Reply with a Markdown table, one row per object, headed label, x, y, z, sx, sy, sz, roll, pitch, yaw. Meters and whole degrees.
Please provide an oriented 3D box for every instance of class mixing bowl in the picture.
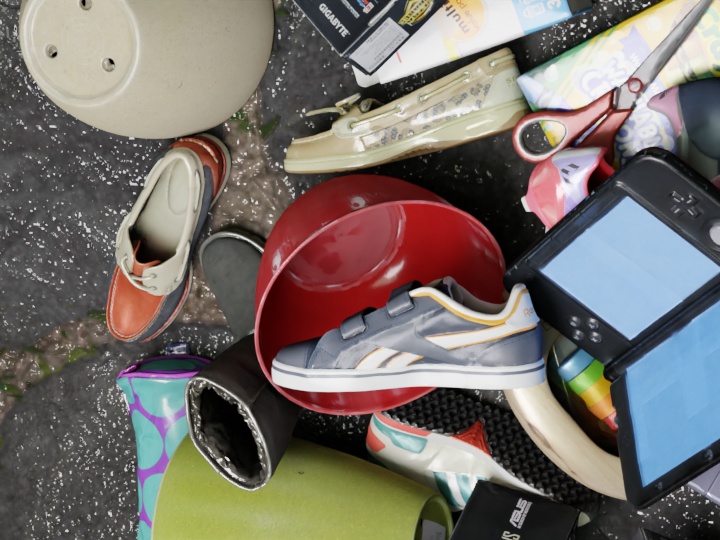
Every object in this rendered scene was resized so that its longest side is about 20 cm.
| label | x | y | z | sx | sy | sz | roll | pitch | yaw |
| --- | --- | --- | --- | --- | --- | --- | --- | --- | --- |
| mixing bowl | 0.000 | 0.000 | 1.469 | 0.200 | 0.108 | 0.200 | -12 | 130 | -15 |

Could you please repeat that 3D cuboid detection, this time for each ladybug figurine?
| label | x | y | z | sx | sy | sz | roll | pitch | yaw |
| --- | --- | --- | --- | --- | --- | --- | --- | --- | --- |
| ladybug figurine | 0.176 | 0.087 | 1.457 | 0.136 | 0.072 | 0.200 | -39 | 93 | -16 |

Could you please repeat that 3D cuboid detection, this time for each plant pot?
| label | x | y | z | sx | sy | sz | roll | pitch | yaw |
| --- | --- | --- | --- | --- | --- | --- | --- | --- | --- |
| plant pot | -0.034 | 0.215 | 1.517 | 0.200 | 0.187 | 0.187 | 0 | 105 | 23 |

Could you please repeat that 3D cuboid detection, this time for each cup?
| label | x | y | z | sx | sy | sz | roll | pitch | yaw |
| --- | --- | --- | --- | --- | --- | --- | --- | --- | --- |
| cup | -0.186 | -0.188 | 1.489 | 0.200 | 0.143 | 0.200 | 6 | 108 | 19 |

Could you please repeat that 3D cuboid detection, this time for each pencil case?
| label | x | y | z | sx | sy | sz | roll | pitch | yaw |
| --- | --- | --- | --- | --- | --- | --- | --- | --- | --- |
| pencil case | -0.155 | 0.168 | 1.611 | 0.092 | 0.085 | 0.200 | 3 | 106 | 19 |

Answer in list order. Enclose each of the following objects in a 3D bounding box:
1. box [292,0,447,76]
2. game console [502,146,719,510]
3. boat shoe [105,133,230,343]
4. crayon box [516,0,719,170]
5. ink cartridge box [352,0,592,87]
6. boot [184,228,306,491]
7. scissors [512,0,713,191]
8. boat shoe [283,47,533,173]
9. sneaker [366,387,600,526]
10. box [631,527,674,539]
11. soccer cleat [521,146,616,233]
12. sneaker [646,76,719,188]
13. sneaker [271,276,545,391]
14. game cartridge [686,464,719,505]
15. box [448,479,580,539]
| label | x | y | z | sx | sy | sz | roll | pitch | yaw |
| --- | --- | --- | --- | --- | --- | --- | --- | --- | --- |
| box | -0.001 | -0.263 | 1.386 | 0.159 | 0.046 | 0.200 | -45 | 59 | 10 |
| game console | 0.194 | 0.043 | 1.312 | 0.172 | 0.119 | 0.200 | 37 | 140 | -8 |
| boat shoe | -0.167 | -0.021 | 1.574 | 0.071 | 0.063 | 0.200 | 30 | 114 | 8 |
| crayon box | 0.232 | -0.134 | 1.400 | 0.200 | 0.052 | 0.126 | -27 | 95 | 24 |
| ink cartridge box | 0.057 | -0.214 | 1.432 | 0.200 | 0.068 | 0.115 | -18 | 96 | 24 |
| boot | -0.097 | 0.065 | 1.495 | 0.073 | 0.200 | 0.182 | -38 | 90 | 28 |
| scissors | 0.196 | -0.121 | 1.384 | 0.200 | 0.014 | 0.073 | -34 | 89 | 25 |
| boat shoe | 0.032 | -0.118 | 1.472 | 0.200 | 0.073 | 0.063 | -13 | 94 | 15 |
| sneaker | 0.094 | 0.163 | 1.537 | 0.200 | 0.070 | 0.093 | 24 | 130 | 10 |
| box | 0.264 | 0.301 | 1.471 | 0.200 | 0.044 | 0.160 | 23 | 113 | -15 |
| soccer cleat | 0.201 | -0.013 | 1.391 | 0.200 | 0.067 | 0.076 | 45 | 142 | -22 |
| sneaker | 0.246 | -0.039 | 1.363 | 0.082 | 0.070 | 0.200 | 2 | 102 | 21 |
| sneaker | 0.033 | 0.045 | 1.388 | 0.200 | 0.078 | 0.079 | -2 | 99 | 9 |
| game cartridge | 0.305 | 0.081 | 1.400 | 0.130 | 0.038 | 0.200 | 31 | 86 | 14 |
| box | 0.097 | 0.293 | 1.478 | 0.086 | 0.164 | 0.200 | 15 | 132 | 15 |
